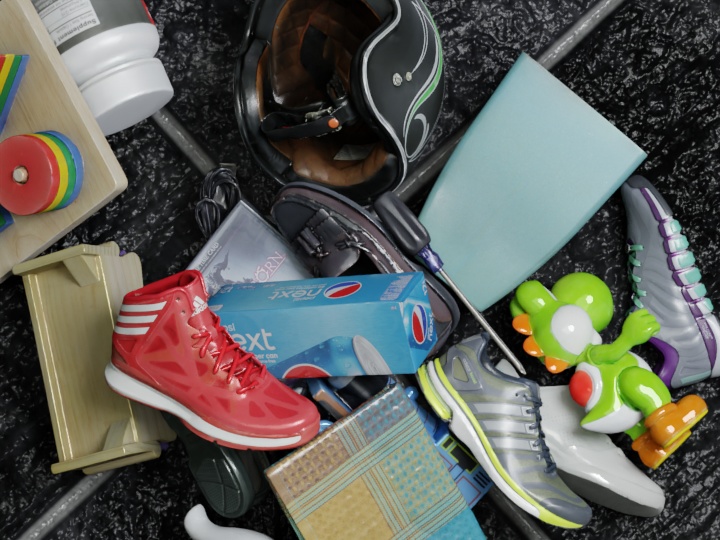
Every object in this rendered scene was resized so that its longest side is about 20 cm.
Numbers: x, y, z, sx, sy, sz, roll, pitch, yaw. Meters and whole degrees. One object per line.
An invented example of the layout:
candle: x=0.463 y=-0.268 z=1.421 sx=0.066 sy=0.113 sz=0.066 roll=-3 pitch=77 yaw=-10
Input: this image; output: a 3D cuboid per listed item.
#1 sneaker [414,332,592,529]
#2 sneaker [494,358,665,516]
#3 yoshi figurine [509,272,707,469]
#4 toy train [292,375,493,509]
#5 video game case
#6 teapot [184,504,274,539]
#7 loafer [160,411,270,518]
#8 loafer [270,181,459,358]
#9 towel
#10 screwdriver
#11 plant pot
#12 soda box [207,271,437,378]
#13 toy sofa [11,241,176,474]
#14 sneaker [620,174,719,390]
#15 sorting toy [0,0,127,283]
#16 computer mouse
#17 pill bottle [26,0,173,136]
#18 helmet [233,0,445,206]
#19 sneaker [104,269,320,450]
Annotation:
sneaker: x=0.136 y=0.140 z=1.392 sx=0.081 sy=0.074 sz=0.200 roll=-43 pitch=83 yaw=10
sneaker: x=0.197 y=0.149 z=1.459 sx=0.199 sy=0.075 sz=0.089 roll=29 pitch=71 yaw=3
yoshi figurine: x=0.227 y=0.073 z=1.439 sx=0.200 sy=0.112 sz=0.113 roll=45 pitch=108 yaw=16
toy train: x=0.022 y=0.156 z=1.423 sx=0.200 sy=0.087 sz=0.114 roll=44 pitch=90 yaw=-14
video game case: x=-0.075 y=0.054 z=1.456 sx=0.200 sy=0.019 sz=0.143 roll=40 pitch=102 yaw=-2
teapot: x=-0.093 y=0.336 z=1.385 sx=0.145 sy=0.201 sz=0.198 roll=-13 pitch=125 yaw=32
loafer: x=-0.138 y=0.122 z=1.446 sx=0.071 sy=0.063 sz=0.202 roll=-19 pitch=94 yaw=39
loafer: x=0.000 y=0.000 z=1.405 sx=0.199 sy=0.072 sz=0.063 roll=39 pitch=38 yaw=-3
towel: x=0.021 y=0.217 z=1.372 sx=0.146 sy=0.022 sz=0.201 roll=-32 pitch=103 yaw=-15
screwdriver: x=0.078 y=0.014 z=1.394 sx=0.028 sy=0.029 sz=0.201 roll=-35 pitch=88 yaw=-35
plant pot: x=0.139 y=-0.067 z=1.451 sx=0.141 sy=0.141 sz=0.201 roll=39 pitch=94 yaw=4
soda box: x=-0.039 y=0.049 z=1.377 sx=0.198 sy=0.064 sz=0.069 roll=-4 pitch=113 yaw=25
toy sofa: x=-0.241 y=0.080 z=1.453 sx=0.082 sy=0.097 sz=0.202 roll=-16 pitch=83 yaw=21
sneaker: x=0.268 y=0.015 z=1.476 sx=0.087 sy=0.074 sz=0.202 roll=-24 pitch=85 yaw=0
sorting toy: x=-0.338 y=-0.109 z=1.425 sx=0.198 sy=0.069 sz=0.201 roll=-33 pitch=83 yaw=26
computer mouse: x=-0.054 y=-0.020 z=1.476 sx=0.197 sy=0.053 sz=0.140 roll=8 pitch=100 yaw=6
pill bottle: x=-0.254 y=-0.233 z=1.469 sx=0.113 sy=0.114 sz=0.202 roll=-25 pitch=84 yaw=-5
helmet: x=-0.015 y=-0.178 z=1.429 sx=0.198 sy=0.201 sz=0.192 roll=12 pitch=56 yaw=0
sneaker: x=-0.123 y=0.071 z=1.341 sx=0.198 sy=0.078 sz=0.117 roll=16 pitch=118 yaw=12
